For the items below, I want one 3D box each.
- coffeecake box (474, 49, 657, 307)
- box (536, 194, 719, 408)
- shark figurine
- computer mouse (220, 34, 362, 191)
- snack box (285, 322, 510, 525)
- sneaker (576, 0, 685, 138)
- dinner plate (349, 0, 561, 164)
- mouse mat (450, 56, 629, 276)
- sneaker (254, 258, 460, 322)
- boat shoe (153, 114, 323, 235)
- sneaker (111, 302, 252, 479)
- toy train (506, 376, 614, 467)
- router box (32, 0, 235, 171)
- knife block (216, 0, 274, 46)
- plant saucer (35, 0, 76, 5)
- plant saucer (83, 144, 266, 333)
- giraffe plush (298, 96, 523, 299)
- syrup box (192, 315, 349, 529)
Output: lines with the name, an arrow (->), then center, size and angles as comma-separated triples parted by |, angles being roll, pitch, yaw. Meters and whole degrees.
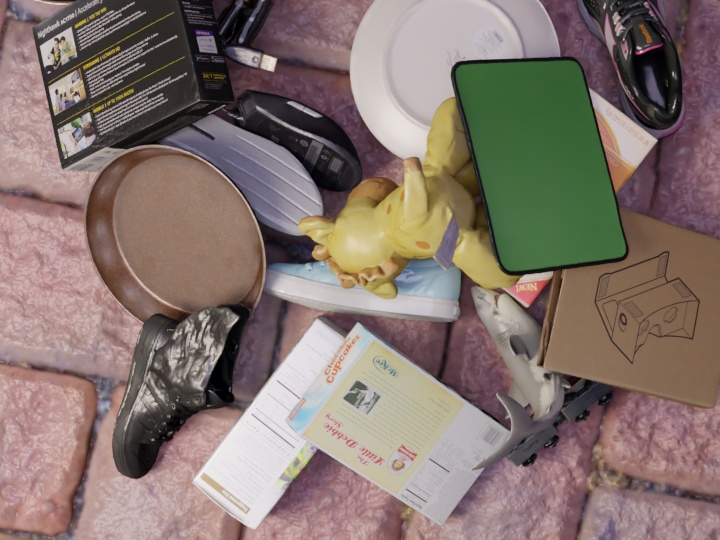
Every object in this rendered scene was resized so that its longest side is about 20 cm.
coffeecake box -> 0.160, -0.090, 1.672 | 0.153, 0.073, 0.200 | 38, 92, 1
box -> 0.266, 0.033, 1.641 | 0.199, 0.021, 0.164 | 15, 82, -27
shark figurine -> 0.153, 0.119, 1.645 | 0.128, 0.215, 0.090 | 26, 123, -18
computer mouse -> -0.077, -0.160, 1.661 | 0.200, 0.141, 0.046 | 25, 56, 4
snack box -> 0.038, 0.147, 1.646 | 0.200, 0.037, 0.116 | 36, 92, -32
sneaker -> 0.267, -0.227, 1.661 | 0.080, 0.086, 0.201 | -25, 89, 0
dinner plate -> 0.088, -0.193, 1.633 | 0.199, 0.024, 0.201 | 0, 86, 6
mouse mat -> 0.164, -0.097, 1.576 | 0.161, 0.008, 0.201 | -7, 80, -35
sneaker -> 0.000, 0.000, 1.686 | 0.199, 0.074, 0.082 | 8, 82, -6
boat shoe -> -0.121, -0.096, 1.687 | 0.200, 0.071, 0.072 | 36, 66, 8
sneaker -> -0.169, 0.118, 1.665 | 0.104, 0.060, 0.200 | 18, 103, 24
toy train -> 0.219, 0.117, 1.686 | 0.200, 0.046, 0.034 | -40, 106, 3
router box -> -0.216, -0.194, 1.633 | 0.200, 0.051, 0.150 | -21, 79, 38
knife block -> -0.127, -0.308, 1.685 | 0.175, 0.064, 0.201 | -11, 90, 2
plant saucer -> -0.287, -0.358, 1.705 | 0.200, 0.037, 0.201 | 0, 91, 2
plant saucer -> -0.172, -0.030, 1.666 | 0.200, 0.034, 0.201 | 11, 116, 23
giraffe plush -> 0.045, -0.040, 1.579 | 0.162, 0.200, 0.173 | -19, 105, 37
syrup box -> -0.070, 0.145, 1.679 | 0.081, 0.079, 0.200 | 37, 92, 1
